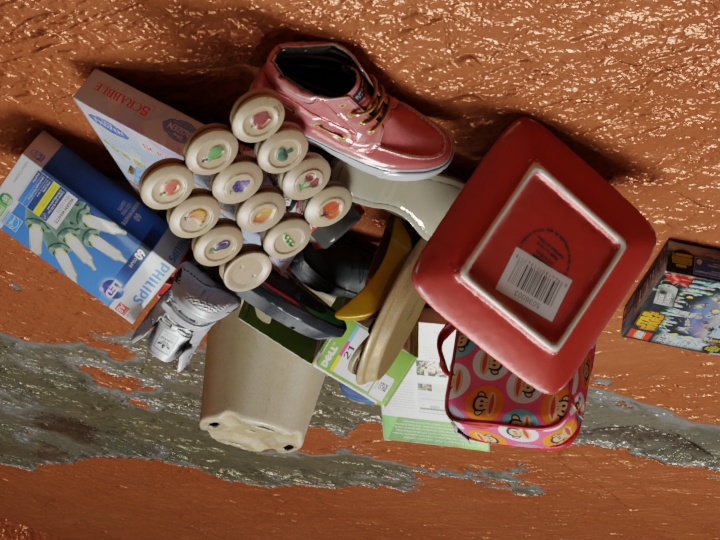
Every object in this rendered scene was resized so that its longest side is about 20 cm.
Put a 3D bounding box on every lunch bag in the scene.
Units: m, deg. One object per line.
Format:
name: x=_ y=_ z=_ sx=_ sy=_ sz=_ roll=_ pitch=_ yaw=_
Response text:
lunch bag: x=0.168 y=0.095 z=1.615 sx=0.175 sy=0.201 sz=0.082 roll=3 pitch=155 yaw=24

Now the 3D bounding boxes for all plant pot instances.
plant pot: x=-0.122 y=0.125 z=1.836 sx=0.199 sy=0.185 sz=0.201 roll=10 pitch=157 yaw=4

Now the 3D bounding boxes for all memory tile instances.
memory tile: x=-0.100 y=-0.067 z=1.318 sx=0.153 sy=0.017 sz=0.200 roll=-35 pitch=142 yaw=3

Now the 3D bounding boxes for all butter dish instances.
butter dish: x=0.145 y=-0.016 z=1.393 sx=0.200 sy=0.200 sz=0.148 roll=38 pitch=170 yaw=-20

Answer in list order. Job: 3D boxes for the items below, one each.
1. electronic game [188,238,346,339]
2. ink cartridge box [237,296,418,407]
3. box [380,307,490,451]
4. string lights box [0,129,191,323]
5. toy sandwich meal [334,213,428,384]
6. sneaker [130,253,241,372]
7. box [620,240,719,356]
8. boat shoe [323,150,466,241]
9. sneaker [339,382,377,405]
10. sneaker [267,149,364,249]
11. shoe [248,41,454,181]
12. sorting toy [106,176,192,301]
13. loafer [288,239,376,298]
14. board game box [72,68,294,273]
electronic game: x=-0.099 y=0.012 z=1.551 sx=0.199 sy=0.042 sz=0.200 roll=34 pitch=-175 yaw=-3
ink cartridge box: x=-0.035 y=0.059 z=1.698 sx=0.199 sy=0.076 sz=0.148 roll=31 pitch=-165 yaw=-7
box: x=0.094 y=0.137 z=1.835 sx=0.143 sy=0.036 sz=0.201 roll=5 pitch=124 yaw=14
string lights box: x=-0.292 y=-0.046 z=1.556 sx=0.200 sy=0.059 sz=0.103 roll=37 pitch=124 yaw=-9
toy sandwich meal: x=0.026 y=0.021 z=1.519 sx=0.070 sy=0.206 sz=0.205 roll=26 pitch=159 yaw=9
sneaker: x=-0.184 y=0.052 z=1.527 sx=0.075 sy=0.115 sz=0.200 roll=33 pitch=-175 yaw=-8
box: x=0.375 y=0.036 z=1.588 sx=0.136 sy=0.040 sz=0.200 roll=12 pitch=157 yaw=1
boat shoe: x=0.051 y=-0.080 z=1.442 sx=0.199 sy=0.060 sz=0.072 roll=20 pitch=113 yaw=-28
sneaker: x=0.051 y=0.121 z=1.910 sx=0.199 sy=0.076 sz=0.088 roll=-12 pitch=139 yaw=28
sneaker: x=-0.053 y=-0.081 z=1.494 sx=0.108 sy=0.067 sz=0.201 roll=50 pitch=180 yaw=-3
shoe: x=0.000 y=-0.143 z=1.305 sx=0.199 sy=0.072 sz=0.091 roll=19 pitch=159 yaw=-9
sorting toy: x=-0.259 y=-0.025 z=1.697 sx=0.199 sy=0.070 sz=0.199 roll=15 pitch=157 yaw=-9
loafer: x=0.000 y=0.000 z=1.641 sx=0.070 sy=0.069 sz=0.200 roll=-9 pitch=157 yaw=43
board game box: x=-0.167 y=-0.095 z=1.438 sx=0.199 sy=0.041 sz=0.200 roll=28 pitch=163 yaw=21
